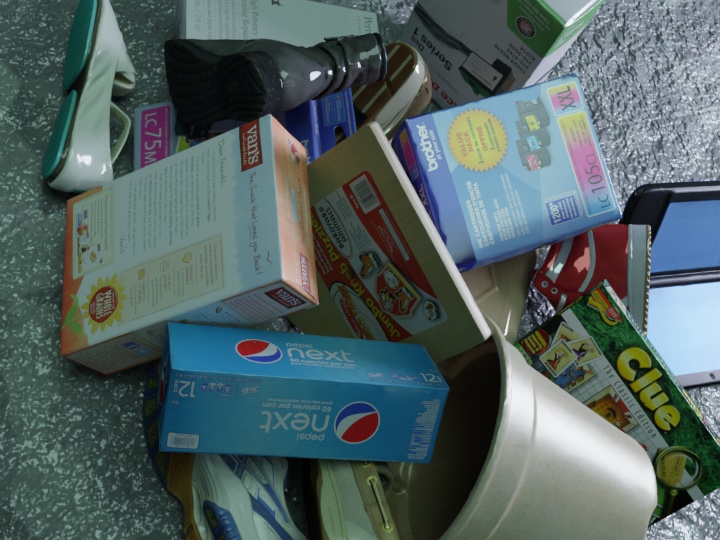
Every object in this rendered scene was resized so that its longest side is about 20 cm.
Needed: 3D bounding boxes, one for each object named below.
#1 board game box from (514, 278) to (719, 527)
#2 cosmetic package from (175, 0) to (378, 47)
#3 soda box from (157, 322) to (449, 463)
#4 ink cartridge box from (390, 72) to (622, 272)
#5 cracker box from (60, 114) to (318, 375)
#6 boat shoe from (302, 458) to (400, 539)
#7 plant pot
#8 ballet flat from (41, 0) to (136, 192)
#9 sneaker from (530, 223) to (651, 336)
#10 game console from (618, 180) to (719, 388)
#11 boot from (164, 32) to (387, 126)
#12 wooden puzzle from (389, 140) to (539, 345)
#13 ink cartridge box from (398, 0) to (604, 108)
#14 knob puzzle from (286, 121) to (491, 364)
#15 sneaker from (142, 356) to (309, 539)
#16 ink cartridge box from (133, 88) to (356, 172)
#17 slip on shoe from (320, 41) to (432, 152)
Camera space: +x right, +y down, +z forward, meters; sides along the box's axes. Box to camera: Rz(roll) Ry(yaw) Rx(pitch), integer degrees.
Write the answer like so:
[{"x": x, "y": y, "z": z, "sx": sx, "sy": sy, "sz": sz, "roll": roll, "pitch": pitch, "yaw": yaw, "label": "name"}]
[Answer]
[{"x": 0.235, "y": 0.120, "z": 0.829, "sx": 0.202, "sy": 0.104, "sz": 0.023, "roll": 54, "pitch": 23, "yaw": 4, "label": "board game box"}, {"x": -0.079, "y": -0.207, "z": 0.905, "sx": 0.196, "sy": 0.074, "sz": 0.104, "roll": 3, "pitch": 62, "yaw": -19, "label": "cosmetic package"}, {"x": -0.042, "y": 0.088, "z": 0.662, "sx": 0.196, "sy": 0.065, "sz": 0.068, "roll": 7, "pitch": 22, "yaw": -17, "label": "soda box"}, {"x": 0.111, "y": -0.077, "z": 0.824, "sx": 0.196, "sy": 0.076, "sz": 0.139, "roll": -17, "pitch": 85, "yaw": -9, "label": "ink cartridge box"}, {"x": -0.131, "y": -0.016, "z": 0.702, "sx": 0.058, "sy": 0.197, "sz": 0.137, "roll": 38, "pitch": 40, "yaw": -54, "label": "cracker box"}, {"x": -0.007, "y": 0.160, "z": 0.698, "sx": 0.065, "sy": 0.075, "sz": 0.201, "roll": 3, "pitch": 31, "yaw": -9, "label": "boat shoe"}, {"x": 0.123, "y": 0.162, "z": 0.735, "sx": 0.181, "sy": 0.200, "sz": 0.204, "roll": 26, "pitch": 56, "yaw": -21, "label": "plant pot"}, {"x": -0.233, "y": -0.155, "z": 0.827, "sx": 0.068, "sy": 0.070, "sz": 0.204, "roll": 10, "pitch": 64, "yaw": -16, "label": "ballet flat"}, {"x": 0.213, "y": 0.057, "z": 0.882, "sx": 0.110, "sy": 0.071, "sz": 0.205, "roll": 3, "pitch": 87, "yaw": 15, "label": "sneaker"}, {"x": 0.352, "y": 0.012, "z": 0.941, "sx": 0.196, "sy": 0.173, "sz": 0.119, "roll": -5, "pitch": 38, "yaw": -24, "label": "game console"}, {"x": -0.074, "y": -0.163, "z": 0.774, "sx": 0.130, "sy": 0.071, "sz": 0.199, "roll": -20, "pitch": 28, "yaw": -31, "label": "boot"}, {"x": 0.081, "y": -0.038, "z": 0.899, "sx": 0.198, "sy": 0.046, "sz": 0.188, "roll": 30, "pitch": 57, "yaw": -11, "label": "wooden puzzle"}, {"x": 0.131, "y": -0.245, "z": 0.935, "sx": 0.146, "sy": 0.201, "sz": 0.084, "roll": 45, "pitch": 59, "yaw": 8, "label": "ink cartridge box"}, {"x": 0.000, "y": 0.000, "z": 0.745, "sx": 0.030, "sy": 0.220, "sz": 0.221, "roll": -31, "pitch": 77, "yaw": -41, "label": "knob puzzle"}, {"x": -0.103, "y": 0.147, "z": 0.717, "sx": 0.087, "sy": 0.075, "sz": 0.203, "roll": -3, "pitch": 64, "yaw": -44, "label": "sneaker"}, {"x": -0.099, "y": -0.102, "z": 0.808, "sx": 0.195, "sy": 0.042, "sz": 0.122, "roll": -9, "pitch": 64, "yaw": 4, "label": "ink cartridge box"}, {"x": -0.014, "y": -0.121, "z": 0.860, "sx": 0.200, "sy": 0.061, "sz": 0.076, "roll": -46, "pitch": 57, "yaw": 0, "label": "slip on shoe"}]
